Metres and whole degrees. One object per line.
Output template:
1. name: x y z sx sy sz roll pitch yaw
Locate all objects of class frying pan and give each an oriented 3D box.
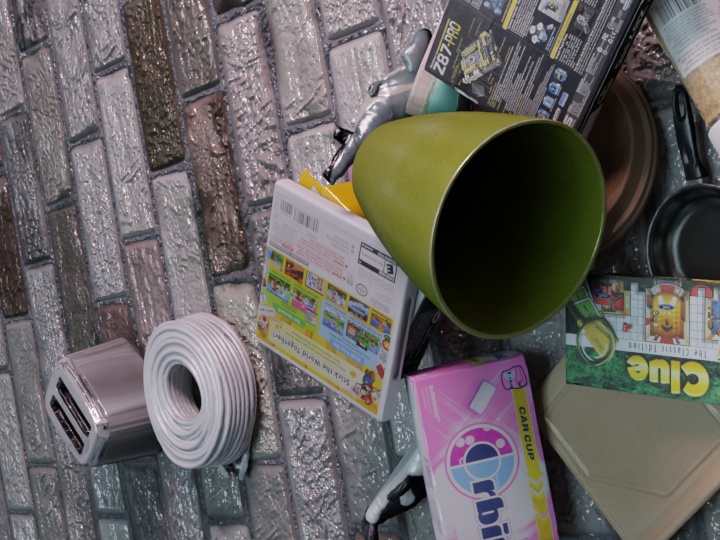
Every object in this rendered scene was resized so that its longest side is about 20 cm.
1. frying pan: 0.285 -0.051 1.130 0.115 0.031 0.192 -38 66 42

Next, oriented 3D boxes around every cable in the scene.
1. cable: -0.212 0.157 1.686 0.199 0.069 0.202 35 121 39

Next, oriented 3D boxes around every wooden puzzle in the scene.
1. wooden puzzle: 0.256 0.140 1.199 0.201 0.037 0.186 58 134 30

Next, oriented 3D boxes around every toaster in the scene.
1. toaster: -0.347 0.191 1.796 0.200 0.128 0.114 51 131 28

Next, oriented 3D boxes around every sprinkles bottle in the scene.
1. sprinkles bottle: 0.286 -0.191 1.077 0.068 0.068 0.202 -39 68 44

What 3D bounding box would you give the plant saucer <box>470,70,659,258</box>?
1. plant saucer: 0.178 -0.101 1.193 0.198 0.029 0.203 -9 75 36

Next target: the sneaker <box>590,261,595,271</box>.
1. sneaker: 0.143 -0.022 1.272 0.199 0.075 0.106 -14 75 41

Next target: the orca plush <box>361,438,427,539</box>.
1. orca plush: 0.067 0.237 1.394 0.071 0.105 0.201 32 115 1

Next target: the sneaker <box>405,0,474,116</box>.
1. sneaker: 0.115 -0.227 1.240 0.079 0.071 0.202 22 84 5

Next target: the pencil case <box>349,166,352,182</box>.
1. pencil case: 0.033 -0.049 1.373 0.093 0.091 0.203 5 105 19

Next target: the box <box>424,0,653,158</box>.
1. box: 0.155 -0.219 1.106 0.160 0.049 0.201 32 130 15

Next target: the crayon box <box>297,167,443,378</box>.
1. crayon box: 0.000 0.000 1.320 0.200 0.051 0.127 45 129 29

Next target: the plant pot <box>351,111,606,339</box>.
1. plant pot: 0.082 -0.062 1.145 0.200 0.185 0.189 30 119 52

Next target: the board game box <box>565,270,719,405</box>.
1. board game box: 0.267 0.058 1.123 0.198 0.023 0.106 4 101 40

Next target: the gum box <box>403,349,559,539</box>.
1. gum box: 0.119 0.190 1.276 0.066 0.112 0.202 -168 67 -83

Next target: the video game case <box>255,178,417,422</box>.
1. video game case: -0.027 0.027 1.302 0.199 0.023 0.184 29 120 38

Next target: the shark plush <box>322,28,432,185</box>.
1. shark plush: 0.041 -0.158 1.267 0.083 0.199 0.091 39 147 32
